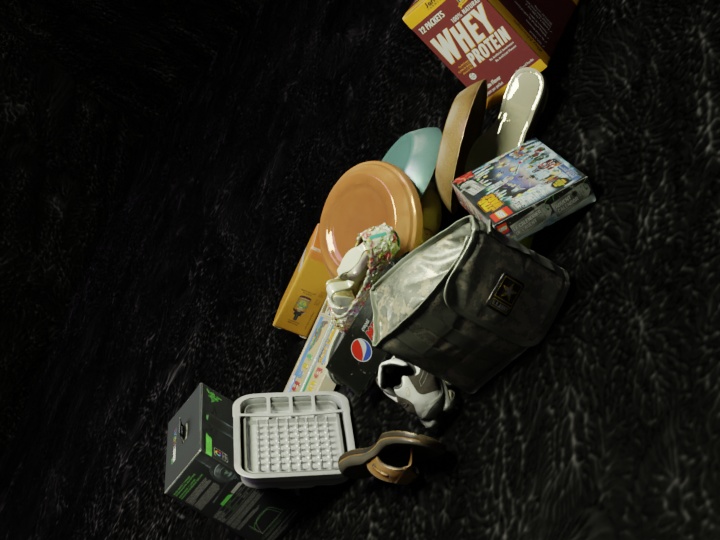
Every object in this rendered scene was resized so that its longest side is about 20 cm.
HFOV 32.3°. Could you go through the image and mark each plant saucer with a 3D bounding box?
[{"bbox_3d":[0.053,-0.133,1.866,0.201,0.036,0.201,-54,18,26],"label":"plant saucer"},{"bbox_3d":[0.144,-0.184,1.825,0.200,0.035,0.203,15,-90,-80],"label":"plant saucer"},{"bbox_3d":[0.006,-0.060,1.802,0.199,0.037,0.203,-7,80,45],"label":"plant saucer"}]

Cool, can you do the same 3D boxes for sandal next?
[{"bbox_3d":[0.036,0.243,1.551,0.199,0.081,0.055,-28,51,48],"label":"sandal"}]

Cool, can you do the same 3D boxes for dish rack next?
[{"bbox_3d":[-0.095,0.243,1.755,0.201,0.169,0.044,-102,12,-62],"label":"dish rack"}]

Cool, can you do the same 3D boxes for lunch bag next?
[{"bbox_3d":[0.134,0.036,1.499,0.200,0.163,0.118,-43,34,33],"label":"lunch bag"}]

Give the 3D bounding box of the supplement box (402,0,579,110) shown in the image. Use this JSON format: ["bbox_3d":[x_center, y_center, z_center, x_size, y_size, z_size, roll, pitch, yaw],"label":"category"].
[{"bbox_3d":[0.202,-0.397,1.895,0.132,0.197,0.201,-33,19,43],"label":"supplement box"}]

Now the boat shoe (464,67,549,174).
[{"bbox_3d":[0.215,-0.197,1.812,0.202,0.071,0.059,-65,-20,10],"label":"boat shoe"}]

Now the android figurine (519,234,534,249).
[{"bbox_3d":[0.167,-0.007,1.676,0.181,0.041,0.202,-27,34,51],"label":"android figurine"}]

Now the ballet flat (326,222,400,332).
[{"bbox_3d":[-0.012,0.010,1.737,0.076,0.063,0.201,58,136,33],"label":"ballet flat"}]

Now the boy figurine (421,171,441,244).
[{"bbox_3d":[0.090,-0.067,1.873,0.201,0.064,0.125,-76,0,-50],"label":"boy figurine"}]

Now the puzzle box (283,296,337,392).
[{"bbox_3d":[-0.055,0.128,1.942,0.202,0.025,0.133,-66,22,-5],"label":"puzzle box"}]

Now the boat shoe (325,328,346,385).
[{"bbox_3d":[0.019,0.086,1.814,0.201,0.072,0.068,-52,21,3],"label":"boat shoe"}]

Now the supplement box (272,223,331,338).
[{"bbox_3d":[-0.080,0.020,2.051,0.069,0.066,0.201,-81,15,-49],"label":"supplement box"}]

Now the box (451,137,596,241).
[{"bbox_3d":[0.211,-0.106,1.645,0.136,0.040,0.200,-28,23,-2],"label":"box"}]

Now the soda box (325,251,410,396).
[{"bbox_3d":[0.032,0.075,1.723,0.063,0.071,0.201,-29,-26,-58],"label":"soda box"}]

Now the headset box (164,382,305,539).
[{"bbox_3d":[-0.188,0.279,1.804,0.093,0.199,0.175,-49,21,18],"label":"headset box"}]

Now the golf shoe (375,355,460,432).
[{"bbox_3d":[0.062,0.132,1.628,0.078,0.094,0.200,-55,20,3],"label":"golf shoe"}]
